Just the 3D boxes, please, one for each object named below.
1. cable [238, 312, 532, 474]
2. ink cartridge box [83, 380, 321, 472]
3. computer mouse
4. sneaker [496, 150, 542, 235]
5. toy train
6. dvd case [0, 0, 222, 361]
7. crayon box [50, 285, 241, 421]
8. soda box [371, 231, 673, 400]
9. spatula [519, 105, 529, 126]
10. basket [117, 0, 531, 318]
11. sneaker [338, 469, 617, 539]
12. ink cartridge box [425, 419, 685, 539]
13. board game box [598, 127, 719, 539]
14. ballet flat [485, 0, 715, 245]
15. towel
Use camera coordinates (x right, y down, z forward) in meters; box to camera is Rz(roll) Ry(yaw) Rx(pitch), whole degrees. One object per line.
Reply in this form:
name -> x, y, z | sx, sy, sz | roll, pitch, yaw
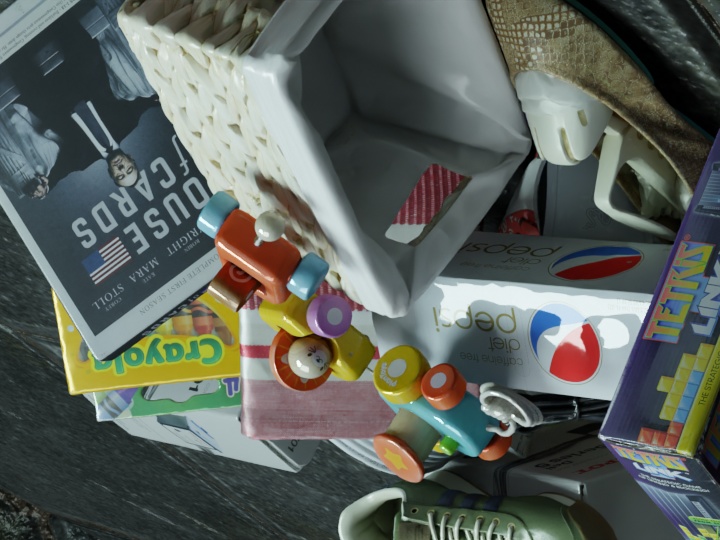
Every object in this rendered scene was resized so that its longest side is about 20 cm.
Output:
cable -> 0.009, 0.035, 1.360 | 0.199, 0.201, 0.069 | 23, 126, -37
ink cartridge box -> -0.102, 0.059, 1.627 | 0.199, 0.147, 0.086 | 6, 151, 46
computer mouse -> 0.129, 0.015, 1.196 | 0.109, 0.044, 0.201 | -1, 127, 5
sneaker -> 0.102, 0.004, 1.257 | 0.067, 0.108, 0.201 | 27, 161, 0
toy train -> -0.007, 0.045, 1.096 | 0.199, 0.056, 0.150 | 35, 168, 4
dvd case -> -0.143, -0.072, 1.221 | 0.201, 0.150, 0.025 | 57, -166, 8
crayon box -> -0.135, 0.003, 1.381 | 0.125, 0.202, 0.052 | -7, -168, 10
soda box -> 0.101, 0.023, 1.132 | 0.199, 0.068, 0.064 | 4, 114, 39
spatula -> 0.013, -0.115, 1.200 | 0.199, 0.021, 0.057 | 12, 151, 41
basket -> -0.016, -0.097, 1.086 | 0.123, 0.136, 0.201 | 23, 154, 35
sneaker -> 0.062, 0.168, 1.292 | 0.089, 0.068, 0.200 | -9, -170, -32
ink cartridge box -> 0.144, 0.150, 1.382 | 0.145, 0.085, 0.199 | -13, -173, -31
board game box -> 0.204, 0.036, 1.056 | 0.056, 0.201, 0.165 | 9, 154, 38
ballet flat -> 0.129, -0.069, 1.092 | 0.200, 0.066, 0.070 | 37, 161, -26
towel -> 0.000, 0.000, 1.233 | 0.143, 0.202, 0.023 | 0, -168, 3
